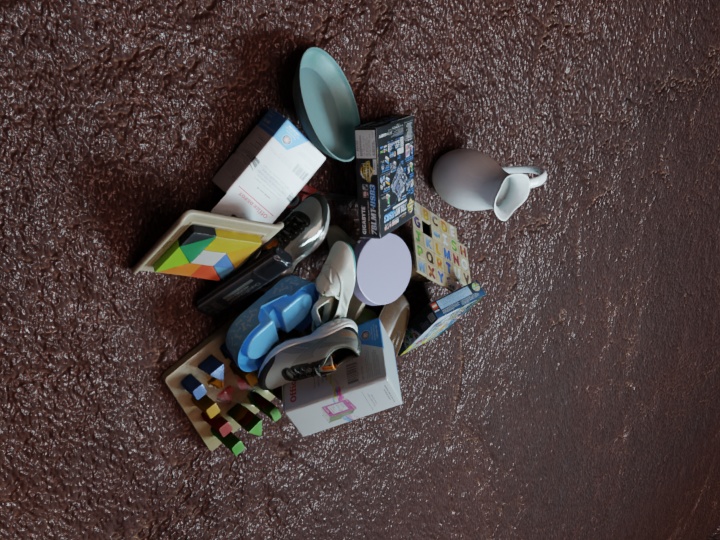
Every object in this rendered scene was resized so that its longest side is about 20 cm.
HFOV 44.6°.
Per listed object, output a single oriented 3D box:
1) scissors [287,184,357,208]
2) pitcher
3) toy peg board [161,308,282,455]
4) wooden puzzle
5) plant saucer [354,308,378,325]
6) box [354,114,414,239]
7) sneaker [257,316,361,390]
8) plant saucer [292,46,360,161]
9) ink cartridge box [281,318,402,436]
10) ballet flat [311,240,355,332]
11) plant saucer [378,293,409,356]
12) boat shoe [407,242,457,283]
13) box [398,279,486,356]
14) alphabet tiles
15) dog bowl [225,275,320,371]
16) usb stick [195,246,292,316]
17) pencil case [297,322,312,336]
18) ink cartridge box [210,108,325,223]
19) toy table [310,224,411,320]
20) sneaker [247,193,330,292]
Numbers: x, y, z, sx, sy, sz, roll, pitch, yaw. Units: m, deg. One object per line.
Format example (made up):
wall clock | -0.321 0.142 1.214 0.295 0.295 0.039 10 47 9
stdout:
scissors | -0.085 -0.134 1.625 0.199 0.014 0.074 20 93 -45
pitcher | 0.257 -0.184 1.768 0.171 0.199 0.122 -27 124 -30
toy peg board | -0.220 0.214 1.594 0.200 0.097 0.200 -40 129 -22
wooden puzzle | -0.247 -0.032 1.431 0.199 0.038 0.185 3 150 -42
plant saucer | -0.014 0.177 1.802 0.199 0.031 0.202 -18 118 -36
box | 0.049 -0.178 1.624 0.200 0.049 0.201 -35 128 -62
sneaker | -0.089 0.156 1.525 0.199 0.080 0.074 -28 138 3
plant saucer | -0.063 -0.280 1.510 0.200 0.036 0.202 38 45 -51
ink cartridge box | -0.037 0.192 1.577 0.198 0.145 0.085 -19 132 11
ballet flat | -0.051 0.042 1.525 0.069 0.069 0.201 -22 139 -32
plant saucer | 0.055 0.137 1.738 0.200 0.034 0.202 20 90 -76
boat shoe | 0.139 -0.012 1.838 0.199 0.072 0.068 12 128 -50
box | 0.159 0.101 1.830 0.136 0.038 0.200 -25 165 -32
alphabet tiles | 0.167 -0.039 1.812 0.199 0.008 0.169 27 49 -44
dog bowl | -0.152 0.087 1.530 0.200 0.049 0.112 -41 149 -22
usb stick | -0.199 0.021 1.497 0.199 0.033 0.055 -32 141 26
pencil case | -0.069 0.150 1.687 0.089 0.078 0.201 -25 113 -2
ink cartridge box | -0.168 -0.157 1.492 0.200 0.068 0.116 -50 132 -1
toy table | 0.000 0.000 1.646 0.199 0.116 0.186 -3 87 -56
sneaker | -0.126 -0.053 1.553 0.201 0.074 0.079 -53 153 -6
